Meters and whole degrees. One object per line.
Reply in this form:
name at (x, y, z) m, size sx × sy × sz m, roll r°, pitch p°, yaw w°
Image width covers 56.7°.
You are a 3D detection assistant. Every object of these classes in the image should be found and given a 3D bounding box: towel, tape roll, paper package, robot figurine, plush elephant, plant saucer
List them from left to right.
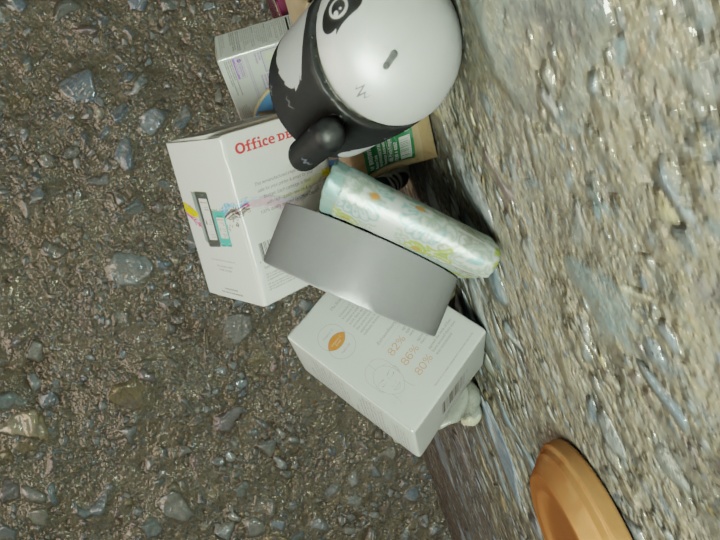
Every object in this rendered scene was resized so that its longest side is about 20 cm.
paper package at (-0.006, -0.227, 0.730) m, size 0.192 × 0.101 × 0.203 m, roll -114°, pitch 6°, yaw -55°
robot figurine at (-0.004, -0.166, 0.543) m, size 0.199 × 0.122 × 0.154 m, roll -8°, pitch 91°, yaw 64°
tape roll at (0.000, 0.000, 0.698) m, size 0.200 × 0.196 × 0.067 m, roll -175°, pitch 108°, yaw -87°
towel at (0.041, -0.045, 0.668) m, size 0.200 × 0.168 × 0.049 m, roll 179°, pitch 114°, yaw -88°
plush elephant at (0.082, 0.168, 0.942) m, size 0.162 × 0.155 × 0.203 m, roll 23°, pitch 135°, yaw 24°
plant saucer at (0.203, 0.255, 0.598) m, size 0.200 × 0.037 × 0.204 m, roll 160°, pitch 91°, yaw -87°

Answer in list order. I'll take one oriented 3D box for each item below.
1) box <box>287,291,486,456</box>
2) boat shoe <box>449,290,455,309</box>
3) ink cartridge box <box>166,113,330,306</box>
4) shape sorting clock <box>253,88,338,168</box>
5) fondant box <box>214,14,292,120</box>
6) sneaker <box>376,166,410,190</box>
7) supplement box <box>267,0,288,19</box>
box at (0.035, 0.101, 0.839) m, size 0.198 × 0.153 × 0.107 m, roll 33°, pitch 161°, yaw 24°
boat shoe at (0.078, 0.001, 0.930) m, size 0.202 × 0.070 × 0.067 m, roll -121°, pitch 16°, yaw -55°
ink cartridge box at (-0.126, -0.085, 0.842) m, size 0.144 × 0.145 × 0.205 m, roll 8°, pitch 117°, yaw 49°
shape sorting clock at (-0.054, -0.194, 0.936) m, size 0.202 × 0.195 × 0.040 m, roll 74°, pitch -163°, yaw -52°
fondant box at (-0.086, -0.275, 0.930) m, size 0.146 × 0.195 × 0.059 m, roll 74°, pitch -179°, yaw -52°
sneaker at (0.019, -0.094, 0.858) m, size 0.200 × 0.073 × 0.087 m, roll -25°, pitch -69°, yaw -70°
supplement box at (-0.086, -0.408, 1.023) m, size 0.202 × 0.101 × 0.133 m, roll -112°, pitch 4°, yaw -51°
